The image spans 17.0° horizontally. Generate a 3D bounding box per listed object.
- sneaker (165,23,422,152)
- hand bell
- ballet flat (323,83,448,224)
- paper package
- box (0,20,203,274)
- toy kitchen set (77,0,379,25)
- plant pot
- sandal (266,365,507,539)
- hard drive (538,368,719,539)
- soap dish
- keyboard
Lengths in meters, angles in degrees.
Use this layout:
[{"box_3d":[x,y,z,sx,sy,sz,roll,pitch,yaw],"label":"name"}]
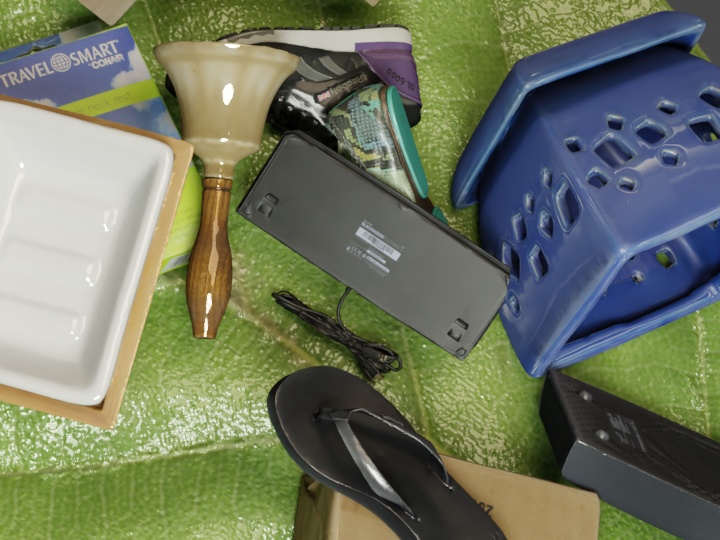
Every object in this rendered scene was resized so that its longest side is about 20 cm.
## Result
[{"box_3d":[-0.043,-0.130,1.780,0.199,0.076,0.088,-7,76,-23],"label":"sneaker"},{"box_3d":[-0.099,-0.052,1.675,0.104,0.104,0.201,5,85,-19],"label":"hand bell"},{"box_3d":[0.028,-0.038,1.765,0.074,0.074,0.201,-26,101,-28],"label":"ballet flat"},{"box_3d":[0.055,0.227,1.645,0.199,0.103,0.191,14,62,-14],"label":"paper package"},{"box_3d":[-0.191,-0.086,1.718,0.122,0.048,0.201,-21,77,-27],"label":"box"},{"box_3d":[-0.113,-0.255,1.817,0.200,0.180,0.163,37,11,-40],"label":"toy kitchen set"},{"box_3d":[0.188,-0.066,1.773,0.199,0.200,0.180,-21,70,-27],"label":"plant pot"},{"box_3d":[0.026,0.132,1.592,0.200,0.043,0.076,41,59,1],"label":"sandal"},{"box_3d":[0.223,0.147,1.736,0.199,0.042,0.135,24,18,-15],"label":"hard drive"},{"box_3d":[-0.210,-0.006,1.615,0.157,0.081,0.201,14,80,6],"label":"soap dish"},{"box_3d":[0.000,0.000,1.732,0.200,0.021,0.127,34,101,0],"label":"keyboard"}]
